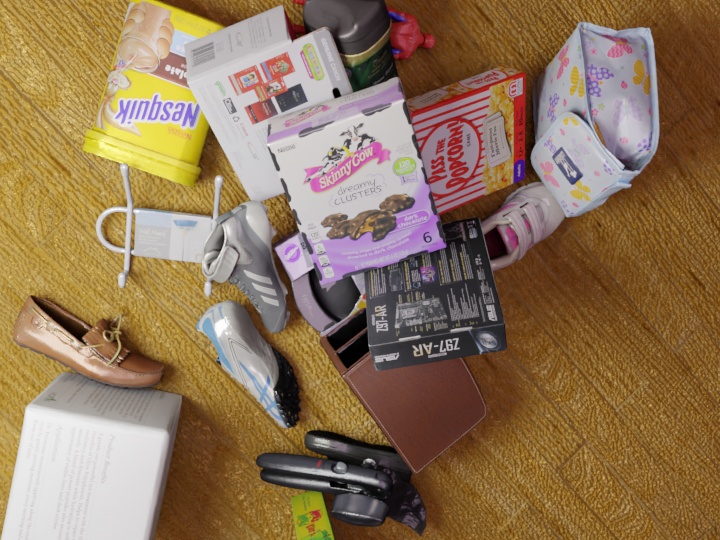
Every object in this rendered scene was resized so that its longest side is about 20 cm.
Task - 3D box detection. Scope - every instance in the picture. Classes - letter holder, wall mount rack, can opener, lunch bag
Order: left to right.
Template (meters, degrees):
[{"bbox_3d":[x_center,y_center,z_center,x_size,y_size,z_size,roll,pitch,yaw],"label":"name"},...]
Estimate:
[{"bbox_3d":[-0.241,-0.057,1.079,0.196,0.075,0.177,6,116,-9],"label":"wall mount rack"},{"bbox_3d":[-0.049,0.274,1.122,0.196,0.079,0.065,12,122,19],"label":"can opener"},{"bbox_3d":[0.063,0.140,1.122,0.141,0.101,0.201,-36,120,-3],"label":"letter holder"},{"bbox_3d":[0.296,-0.188,1.092,0.124,0.170,0.204,1,78,-9],"label":"lunch bag"}]

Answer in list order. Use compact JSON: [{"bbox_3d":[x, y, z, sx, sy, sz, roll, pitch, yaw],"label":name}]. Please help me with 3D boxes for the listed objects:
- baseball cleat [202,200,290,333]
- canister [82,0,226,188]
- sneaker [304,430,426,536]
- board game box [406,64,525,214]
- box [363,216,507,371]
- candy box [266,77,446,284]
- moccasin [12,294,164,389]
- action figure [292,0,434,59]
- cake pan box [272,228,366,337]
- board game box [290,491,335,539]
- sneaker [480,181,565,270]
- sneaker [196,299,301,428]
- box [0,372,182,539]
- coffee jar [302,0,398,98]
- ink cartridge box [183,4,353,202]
[{"bbox_3d":[-0.150,0.007,1.088,0.105,0.069,0.203,-26,126,-26],"label":"baseball cleat"},{"bbox_3d":[-0.251,-0.225,1.072,0.146,0.087,0.204,17,92,-11],"label":"canister"},{"bbox_3d":[0.007,0.295,1.180,0.196,0.060,0.106,15,89,-13],"label":"sneaker"},{"bbox_3d":[0.124,-0.162,1.100,0.197,0.046,0.154,-24,126,-22],"label":"board game box"},{"bbox_3d":[0.084,0.024,1.032,0.157,0.202,0.044,-11,130,5],"label":"box"},{"bbox_3d":[-0.003,-0.103,1.008,0.165,0.072,0.202,-16,123,7],"label":"candy box"},{"bbox_3d":[-0.347,0.092,1.102,0.199,0.074,0.079,26,100,-1],"label":"moccasin"},{"bbox_3d":[0.006,-0.318,1.112,0.196,0.052,0.067,8,101,-15],"label":"action figure"},{"bbox_3d":[0.000,0.000,1.153,0.198,0.052,0.187,-29,98,-4],"label":"cake pan box"},{"bbox_3d":[-0.050,0.374,1.109,0.047,0.200,0.104,-16,99,-7],"label":"board game box"},{"bbox_3d":[0.209,-0.051,1.159,0.198,0.088,0.082,-35,100,-4],"label":"sneaker"},{"bbox_3d":[-0.146,0.130,1.143,0.072,0.072,0.202,-23,108,29],"label":"sneaker"},{"bbox_3d":[-0.327,0.254,1.054,0.168,0.200,0.203,12,94,-8],"label":"box"},{"bbox_3d":[-0.004,-0.253,1.045,0.103,0.201,0.085,32,68,29],"label":"coffee jar"},{"bbox_3d":[-0.093,-0.203,1.032,0.172,0.085,0.201,-19,136,4],"label":"ink cartridge box"}]
